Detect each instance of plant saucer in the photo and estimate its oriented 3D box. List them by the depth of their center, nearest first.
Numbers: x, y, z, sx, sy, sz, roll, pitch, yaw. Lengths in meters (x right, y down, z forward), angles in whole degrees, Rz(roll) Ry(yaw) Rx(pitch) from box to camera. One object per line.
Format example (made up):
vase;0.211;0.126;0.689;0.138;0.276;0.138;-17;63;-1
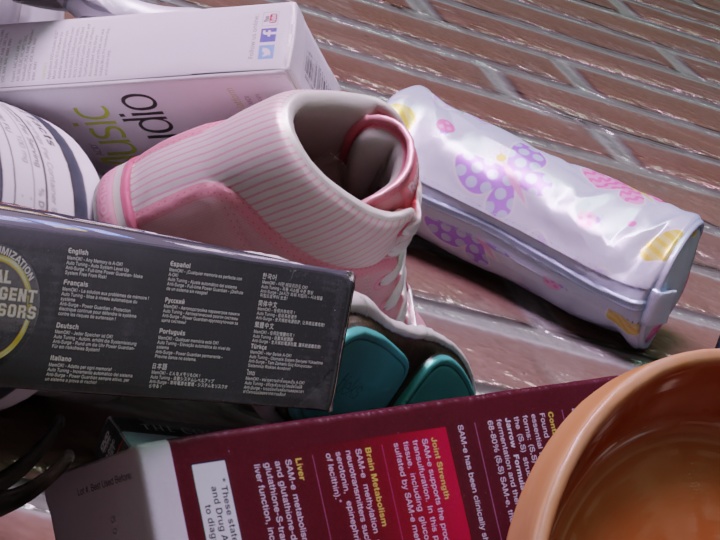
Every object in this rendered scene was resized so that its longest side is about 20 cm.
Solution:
plant saucer;0.119;0.125;0.663;0.200;0.201;0.032;7;-18;-36

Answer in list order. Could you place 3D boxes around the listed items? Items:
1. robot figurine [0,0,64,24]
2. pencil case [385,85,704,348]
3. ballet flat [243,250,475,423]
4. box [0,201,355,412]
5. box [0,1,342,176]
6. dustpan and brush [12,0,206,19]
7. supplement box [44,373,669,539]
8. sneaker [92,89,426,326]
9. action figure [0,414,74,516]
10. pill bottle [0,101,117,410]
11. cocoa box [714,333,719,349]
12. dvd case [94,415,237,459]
robot figurine;-0.255;-0.151;1.113;0.200;0.113;0.170;8;-17;-34
pencil case;0.092;-0.031;1.190;0.200;0.083;0.091;26;13;13
ballet flat;-0.007;0.036;0.747;0.069;0.069;0.200;28;-7;22
box;-0.127;0.002;0.603;0.161;0.049;0.200;13;3;43
box;-0.099;-0.050;0.872;0.200;0.036;0.144;-1;-28;18
dustpan and brush;-0.131;-0.122;0.839;0.200;0.057;0.140;9;-4;-4
supplement box;0.011;0.097;0.648;0.200;0.109;0.061;-4;-12;-37
sneaker;0.000;0.000;0.817;0.200;0.105;0.075;37;32;-43
action figure;-0.184;0.070;0.585;0.200;0.102;0.119;6;19;-13
pill bottle;-0.163;-0.010;0.782;0.120;0.120;0.200;36;10;39
cocoa box;0.221;0.106;0.859;0.133;0.131;0.200;14;19;-16
dvd case;0.002;0.116;0.775;0.146;0.022;0.200;9;21;-32
